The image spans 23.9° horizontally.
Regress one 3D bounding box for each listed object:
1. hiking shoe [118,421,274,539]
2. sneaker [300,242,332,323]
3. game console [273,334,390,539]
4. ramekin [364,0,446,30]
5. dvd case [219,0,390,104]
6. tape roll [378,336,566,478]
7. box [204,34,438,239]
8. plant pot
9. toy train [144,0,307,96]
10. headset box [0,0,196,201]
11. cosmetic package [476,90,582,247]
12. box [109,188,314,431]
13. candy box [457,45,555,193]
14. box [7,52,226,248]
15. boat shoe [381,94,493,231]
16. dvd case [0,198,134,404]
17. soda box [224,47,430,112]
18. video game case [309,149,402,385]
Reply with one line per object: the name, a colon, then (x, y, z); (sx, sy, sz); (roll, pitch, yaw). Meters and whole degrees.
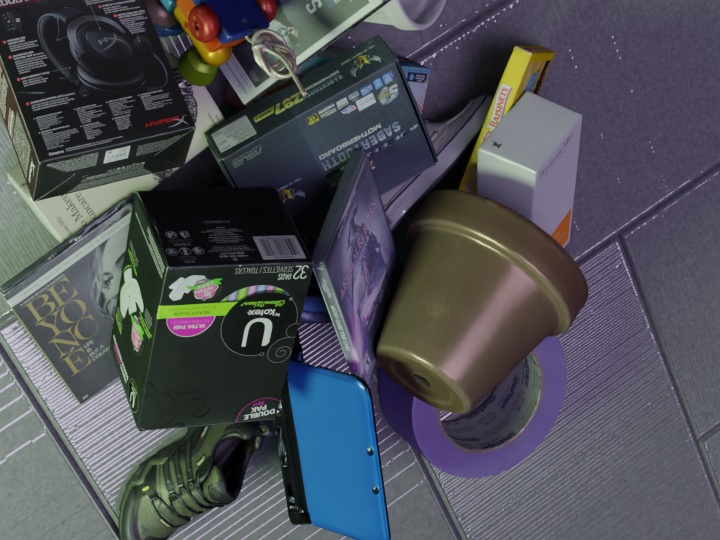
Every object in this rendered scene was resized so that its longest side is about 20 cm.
hiking shoe: (-0.176, 0.221, 1.776); (0.076, 0.101, 0.200); (39, 88, -32)
sneaker: (-0.033, 0.003, 1.754); (0.200, 0.074, 0.083); (-32, 124, -58)
game console: (-0.027, 0.164, 1.774); (0.118, 0.171, 0.201); (-3, 115, 9)
ramekin: (0.013, -0.331, 1.618); (0.200, 0.105, 0.201); (5, 90, -69)
dvd case: (-0.081, -0.264, 1.575); (0.151, 0.200, 0.025); (56, 39, -3)
tape roll: (0.126, 0.126, 1.911); (0.199, 0.085, 0.201); (-10, 112, -24)
box: (-0.036, -0.120, 1.678); (0.200, 0.051, 0.158); (-29, 140, -3)
plant pot: (0.104, 0.043, 1.733); (0.200, 0.200, 0.175); (48, 66, -33)
toy train: (-0.130, -0.207, 1.554); (0.085, 0.116, 0.200); (-24, 75, -38)
headset box: (-0.256, -0.179, 1.544); (0.148, 0.200, 0.077); (-16, 158, -23)
cosmetic package: (0.176, -0.079, 1.804); (0.101, 0.071, 0.200); (-50, 154, -31)
box: (-0.147, 0.037, 1.633); (0.148, 0.124, 0.200); (-2, 129, -23)
candy box: (0.150, -0.143, 1.812); (0.102, 0.026, 0.200); (-17, 130, -66)
box: (-0.231, -0.115, 1.634); (0.200, 0.068, 0.082); (-40, 129, -9)
boat shoe: (0.066, -0.128, 1.791); (0.070, 0.071, 0.200); (41, 68, 4)
dvd case: (-0.253, 0.034, 1.672); (0.149, 0.016, 0.200); (-37, 143, -11)
soda box: (-0.033, -0.188, 1.718); (0.199, 0.064, 0.069); (2, 108, -30)
video game case: (0.000, 0.000, 1.689); (0.200, 0.019, 0.143); (72, 30, -49)
